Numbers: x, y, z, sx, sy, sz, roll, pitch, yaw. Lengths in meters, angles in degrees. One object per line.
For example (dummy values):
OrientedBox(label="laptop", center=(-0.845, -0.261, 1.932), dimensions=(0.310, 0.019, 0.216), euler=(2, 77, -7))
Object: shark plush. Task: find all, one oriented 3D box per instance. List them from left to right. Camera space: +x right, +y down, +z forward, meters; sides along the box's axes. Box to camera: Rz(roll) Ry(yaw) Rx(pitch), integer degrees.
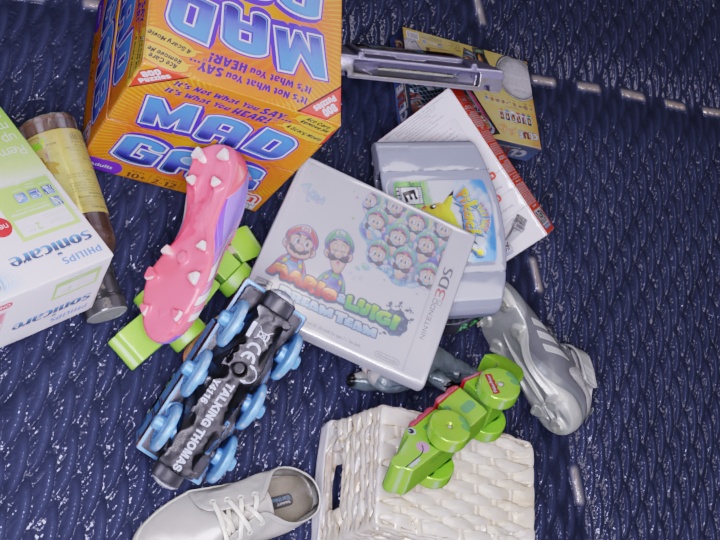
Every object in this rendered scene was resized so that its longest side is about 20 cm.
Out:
OrientedBox(label="shark plush", center=(0.070, 0.117, 1.155), dimensions=(0.199, 0.083, 0.091), euler=(27, 94, -42))

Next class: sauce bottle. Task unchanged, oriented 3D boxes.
OrientedBox(label="sauce bottle", center=(-0.270, -0.050, 1.027), dimensions=(0.064, 0.065, 0.201), euler=(-13, 74, -35))

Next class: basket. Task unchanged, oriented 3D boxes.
OrientedBox(label="basket", center=(0.067, 0.220, 1.076), dimensions=(0.199, 0.123, 0.137), euler=(18, 60, -25))

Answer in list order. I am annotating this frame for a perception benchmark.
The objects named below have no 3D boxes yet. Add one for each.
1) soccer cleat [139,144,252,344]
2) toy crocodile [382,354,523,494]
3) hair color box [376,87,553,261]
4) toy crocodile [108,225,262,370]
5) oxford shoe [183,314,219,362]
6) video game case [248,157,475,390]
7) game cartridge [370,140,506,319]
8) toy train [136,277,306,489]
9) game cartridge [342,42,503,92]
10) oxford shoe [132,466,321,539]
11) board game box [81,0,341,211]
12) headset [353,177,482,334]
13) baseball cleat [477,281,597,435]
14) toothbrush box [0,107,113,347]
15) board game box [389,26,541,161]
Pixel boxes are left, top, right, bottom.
OrientedBox(label="soccer cleat", center=(-0.148, -0.022, 1.024), dimensions=(0.076, 0.066, 0.202), euler=(42, 58, -59))
OrientedBox(label="toy crocodile", center=(0.088, 0.139, 1.006), dimensions=(0.062, 0.068, 0.199), euler=(38, 49, 23))
OrientedBox(label="hair color box", center=(0.122, -0.099, 1.260), dimensions=(0.201, 0.111, 0.064), euler=(57, 21, 3))
OrientedBox(label="toy crocodile", center=(-0.167, 0.022, 1.068), dimensions=(0.068, 0.062, 0.200), euler=(44, 57, -5))
OrientedBox(label="oxford shoe", center=(-0.089, 0.052, 1.088), dimensions=(0.199, 0.073, 0.072), euler=(-29, 85, -38))
OrientedBox(label="video game case", center=(0.000, 0.000, 1.088), dimensions=(0.199, 0.024, 0.183), euler=(24, 62, -4))
OrientedBox(label="game cartridge", center=(0.087, -0.047, 1.165), dimensions=(0.132, 0.040, 0.202), euler=(-2, 71, -18))
OrientedBox(label="toy train", center=(-0.126, 0.101, 0.977), dimensions=(0.086, 0.114, 0.201), euler=(33, 88, -16))
OrientedBox(label="game cartridge", center=(0.054, -0.237, 1.254), dimensions=(0.198, 0.039, 0.130), euler=(4, 20, -9))
OrientedBox(label="oxford shoe", center=(-0.118, 0.228, 0.999), dimensions=(0.199, 0.058, 0.076), euler=(-14, 79, -34))
OrientedBox(label="board game box", center=(-0.150, -0.210, 1.092), dimensions=(0.198, 0.200, 0.202), euler=(14, 61, -27))
OrientedBox(label="headset", center=(0.061, -0.021, 1.192), dimensions=(0.200, 0.094, 0.123), euler=(39, 66, 20))
OrientedBox(label="baseball cleat", center=(0.207, 0.091, 1.269), dimensions=(0.106, 0.069, 0.201), euler=(-29, 95, -44))
OrientedBox(label="toothbrush box", center=(-0.335, -0.039, 0.936), dimensions=(0.145, 0.086, 0.200), euler=(-26, 71, -42))
OrientedBox(label="board game box", center=(0.134, -0.222, 1.380), dimensions=(0.199, 0.035, 0.137), euler=(9, 64, -29))
